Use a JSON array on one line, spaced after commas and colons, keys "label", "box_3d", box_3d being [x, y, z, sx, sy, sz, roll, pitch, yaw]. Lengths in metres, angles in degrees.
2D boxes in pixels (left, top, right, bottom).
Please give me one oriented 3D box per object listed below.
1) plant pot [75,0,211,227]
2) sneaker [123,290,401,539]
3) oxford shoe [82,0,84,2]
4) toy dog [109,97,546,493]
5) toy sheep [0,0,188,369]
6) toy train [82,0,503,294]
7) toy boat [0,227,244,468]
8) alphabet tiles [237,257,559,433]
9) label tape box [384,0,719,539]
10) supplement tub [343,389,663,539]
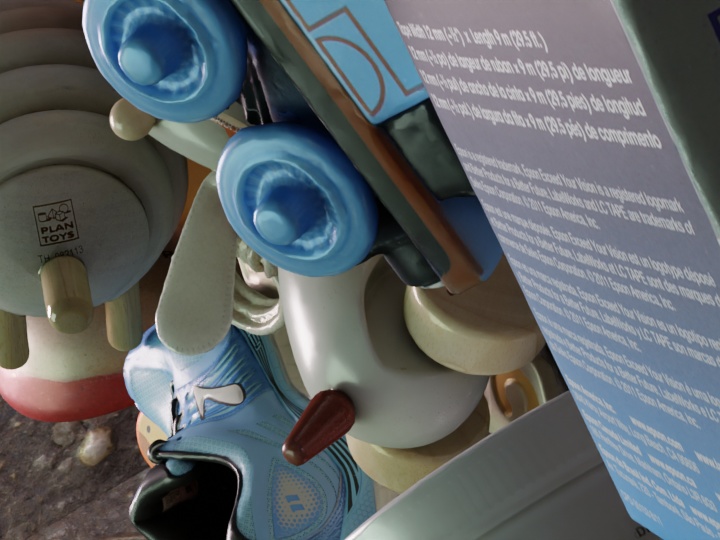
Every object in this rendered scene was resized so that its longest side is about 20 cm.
[{"label": "plant pot", "box_3d": [-0.124, -0.096, 1.002, 0.200, 0.140, 0.200, 57, 170, 15]}, {"label": "sneaker", "box_3d": [-0.057, 0.066, 0.796, 0.200, 0.090, 0.079, 30, 136, 59]}, {"label": "oxford shoe", "box_3d": [-0.066, -0.122, 0.839, 0.200, 0.075, 0.070, 39, -170, -47]}, {"label": "toy dog", "box_3d": [-0.029, 0.002, 0.692, 0.200, 0.096, 0.132, 28, 130, 40]}, {"label": "toy sheep", "box_3d": [-0.131, -0.039, 0.839, 0.200, 0.138, 0.138, -119, 5, -46]}, {"label": "toy train", "box_3d": [-0.012, -0.084, 0.499, 0.114, 0.087, 0.200, -24, 110, 41]}, {"label": "toy boat", "box_3d": [-0.092, 0.050, 1.058, 0.131, 0.199, 0.131, -132, 43, -58]}, {"label": "alphabet tiles", "box_3d": [0.000, 0.000, 0.759, 0.195, 0.015, 0.201, 8, 116, 57]}, {"label": "label tape box", "box_3d": [0.063, -0.032, 0.388, 0.201, 0.066, 0.143, 65, 170, -13]}, {"label": "supplement tub", "box_3d": [0.089, 0.141, 0.576, 0.200, 0.132, 0.132, 59, 171, 15]}]
